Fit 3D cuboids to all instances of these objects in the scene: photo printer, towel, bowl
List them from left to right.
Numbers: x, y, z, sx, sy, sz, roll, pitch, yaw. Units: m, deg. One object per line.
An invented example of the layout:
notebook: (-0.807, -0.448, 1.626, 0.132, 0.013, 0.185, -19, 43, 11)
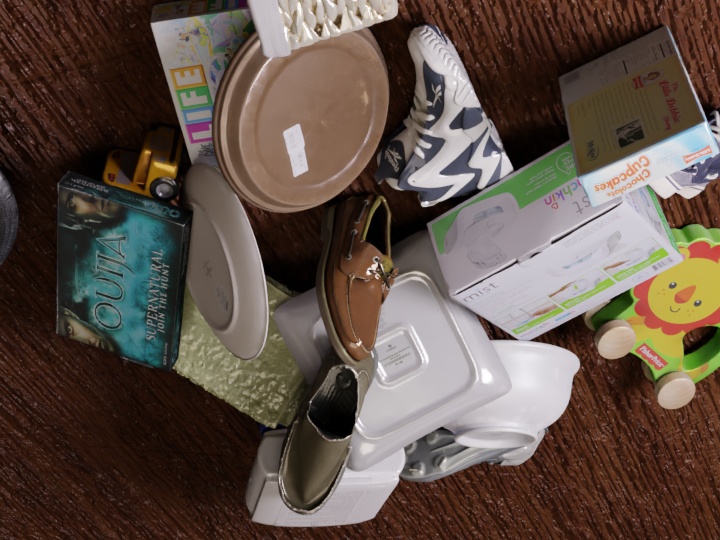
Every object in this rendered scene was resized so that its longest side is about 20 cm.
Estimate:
towel: (-0.130, 0.069, 1.284, 0.199, 0.036, 0.149, 28, 95, -1)
photo printer: (-0.047, 0.244, 1.367, 0.164, 0.070, 0.200, 1, 153, -10)
bowl: (0.155, 0.150, 1.356, 0.199, 0.091, 0.201, 0, 160, 0)

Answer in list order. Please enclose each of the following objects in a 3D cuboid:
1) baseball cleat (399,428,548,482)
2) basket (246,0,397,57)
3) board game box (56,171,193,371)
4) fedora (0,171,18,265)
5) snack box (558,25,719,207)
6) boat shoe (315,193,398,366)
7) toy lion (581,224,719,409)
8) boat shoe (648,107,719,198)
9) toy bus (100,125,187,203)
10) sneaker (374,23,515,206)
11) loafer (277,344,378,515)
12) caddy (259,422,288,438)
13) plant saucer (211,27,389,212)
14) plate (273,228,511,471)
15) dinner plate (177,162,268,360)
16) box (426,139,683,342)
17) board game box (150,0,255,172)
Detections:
baseball cleat: (0.143, 0.232, 1.498, 0.199, 0.070, 0.106, -23, 140, 25)
basket: (-0.046, -0.300, 0.963, 0.122, 0.136, 0.201, -11, 132, 5)
board game box: (-0.244, 0.005, 1.203, 0.134, 0.028, 0.201, 17, 129, 6)
fedora: (-0.428, -0.076, 1.177, 0.198, 0.092, 0.202, -1, 132, -1)
snack box: (0.246, -0.144, 1.070, 0.115, 0.201, 0.037, -24, 120, 19)
boat shoe: (0.000, 0.000, 1.190, 0.067, 0.202, 0.072, -21, 139, 20)
toy lion: (0.367, 0.044, 1.348, 0.191, 0.069, 0.200, -40, 123, 20)
boat shoe: (0.318, -0.123, 1.135, 0.093, 0.075, 0.200, -40, 165, 23)
toy bus: (-0.234, -0.056, 1.223, 0.077, 0.065, 0.201, 13, 131, -10)
sneaker: (0.059, -0.136, 1.151, 0.129, 0.080, 0.199, -27, 139, 10)
loafer: (-0.041, 0.163, 1.212, 0.074, 0.070, 0.202, 19, 104, 7)
caddy: (-0.039, 0.151, 1.389, 0.140, 0.106, 0.200, -16, 149, 22)
plant saucer: (-0.047, -0.145, 1.098, 0.199, 0.029, 0.202, -21, 125, -32)
plate: (0.035, 0.087, 1.253, 0.198, 0.032, 0.201, -27, 95, 1)
dinner plate: (-0.145, -0.006, 1.168, 0.024, 0.200, 0.201, -18, 138, -27)
box: (0.200, -0.027, 1.209, 0.199, 0.097, 0.176, -30, 147, 23)
board game box: (-0.112, -0.170, 1.144, 0.133, 0.034, 0.201, -7, 132, 5)
